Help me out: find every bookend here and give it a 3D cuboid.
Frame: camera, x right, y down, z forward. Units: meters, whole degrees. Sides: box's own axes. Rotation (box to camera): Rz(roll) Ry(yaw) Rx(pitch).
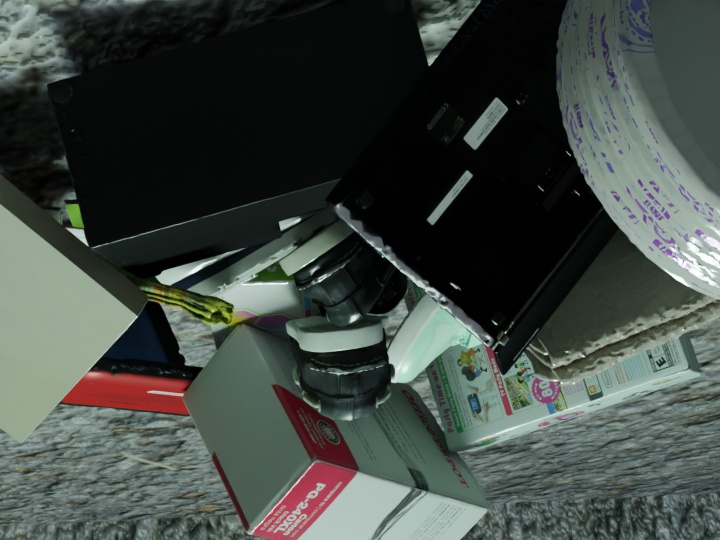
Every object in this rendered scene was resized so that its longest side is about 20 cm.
[{"bbox_3d":[-0.059,-0.071,0.842,0.198,0.093,0.199,-16,175,-1],"label":"bookend"}]

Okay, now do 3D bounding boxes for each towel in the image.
[{"bbox_3d":[0.185,0.003,0.957,0.199,0.133,0.035,-22,124,-8],"label":"towel"},{"bbox_3d":[-0.178,0.005,0.898,0.198,0.018,0.086,14,175,4],"label":"towel"}]

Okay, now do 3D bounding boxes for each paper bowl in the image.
[{"bbox_3d":[0.183,-0.080,0.680,0.199,0.203,0.104,2,161,-24],"label":"paper bowl"}]

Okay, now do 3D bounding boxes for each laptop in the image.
[{"bbox_3d":[0.088,-0.053,0.786,0.200,0.178,0.103,40,176,-24],"label":"laptop"}]

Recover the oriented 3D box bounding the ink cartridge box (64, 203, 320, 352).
[{"bbox_3d":[-0.112,0.009,1.086,0.198,0.076,0.148,-3,155,-1],"label":"ink cartridge box"}]

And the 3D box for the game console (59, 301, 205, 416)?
[{"bbox_3d":[-0.189,0.049,1.152,0.171,0.120,0.199,-15,162,42],"label":"game console"}]

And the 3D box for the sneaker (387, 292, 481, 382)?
[{"bbox_3d":[0.114,0.038,1.035,0.200,0.118,0.074,-40,169,-12],"label":"sneaker"}]

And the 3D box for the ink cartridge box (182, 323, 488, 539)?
[{"bbox_3d":[-0.017,0.139,1.094,0.199,0.146,0.084,24,113,-43],"label":"ink cartridge box"}]

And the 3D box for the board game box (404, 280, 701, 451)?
[{"bbox_3d":[0.145,0.042,1.124,0.199,0.149,0.064,-21,167,19],"label":"board game box"}]

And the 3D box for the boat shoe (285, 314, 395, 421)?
[{"bbox_3d":[-0.014,0.062,0.969,0.075,0.061,0.200,-5,-179,4],"label":"boat shoe"}]

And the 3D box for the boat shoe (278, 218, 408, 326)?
[{"bbox_3d":[0.002,-0.001,0.929,0.074,0.066,0.199,-34,179,6],"label":"boat shoe"}]

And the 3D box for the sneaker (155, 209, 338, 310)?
[{"bbox_3d":[-0.058,-0.050,0.956,0.199,0.081,0.076,-28,176,7],"label":"sneaker"}]

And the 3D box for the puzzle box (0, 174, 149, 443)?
[{"bbox_3d":[-0.240,-0.002,0.850,0.200,0.025,0.133,41,119,-11],"label":"puzzle box"}]

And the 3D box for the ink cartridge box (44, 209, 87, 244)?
[{"bbox_3d":[-0.298,-0.031,0.992,0.199,0.045,0.176,6,161,-35],"label":"ink cartridge box"}]
